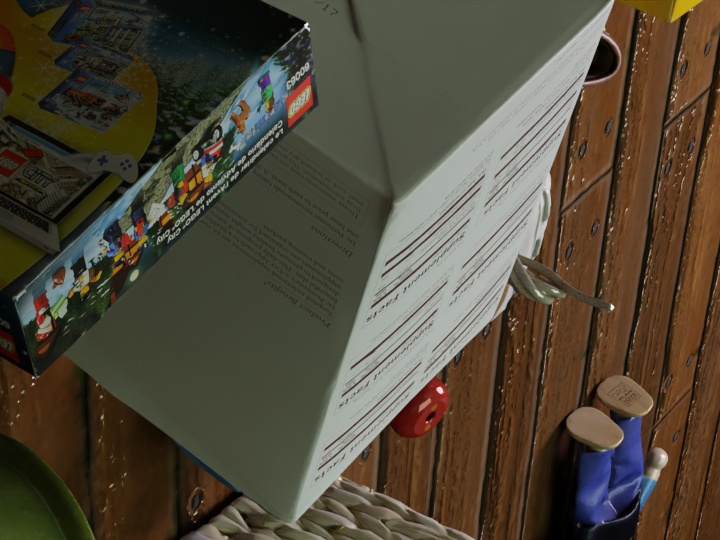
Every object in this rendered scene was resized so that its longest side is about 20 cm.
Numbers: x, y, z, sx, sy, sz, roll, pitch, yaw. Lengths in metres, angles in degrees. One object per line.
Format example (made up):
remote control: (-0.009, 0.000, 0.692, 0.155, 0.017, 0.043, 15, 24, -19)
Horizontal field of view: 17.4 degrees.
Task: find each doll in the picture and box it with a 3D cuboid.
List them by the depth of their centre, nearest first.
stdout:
doll: (0.181, 0.169, 1.725, 0.136, 0.048, 0.200, -41, 147, -35)

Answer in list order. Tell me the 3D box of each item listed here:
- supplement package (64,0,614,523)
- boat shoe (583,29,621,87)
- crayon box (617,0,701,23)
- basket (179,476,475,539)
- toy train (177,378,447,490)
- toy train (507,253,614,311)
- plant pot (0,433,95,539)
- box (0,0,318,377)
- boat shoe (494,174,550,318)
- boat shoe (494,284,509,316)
supplement package: (-0.039, -0.052, 0.901, 0.147, 0.191, 0.200, -43, 162, -36)
boat shoe: (0.081, -0.123, 1.229, 0.200, 0.072, 0.072, 7, 108, -63)
crayon box: (0.146, -0.195, 1.220, 0.200, 0.127, 0.051, -35, 143, -42)
basket: (0.002, 0.205, 1.267, 0.123, 0.200, 0.136, -45, 151, -44)
toy train: (-0.020, 0.082, 1.226, 0.116, 0.085, 0.200, -47, 152, -7)
toy train: (0.000, 0.000, 1.058, 0.116, 0.200, 0.085, -42, 148, -27)
plant pot: (-0.220, 0.139, 0.819, 0.190, 0.200, 0.200, 18, 99, -50)
box: (-0.133, -0.063, 0.745, 0.137, 0.200, 0.038, -45, 149, -30)
boat shoe: (0.070, -0.047, 1.293, 0.067, 0.074, 0.200, -48, 163, -23)
boat shoe: (0.028, -0.036, 1.218, 0.074, 0.069, 0.200, -24, 143, -5)
